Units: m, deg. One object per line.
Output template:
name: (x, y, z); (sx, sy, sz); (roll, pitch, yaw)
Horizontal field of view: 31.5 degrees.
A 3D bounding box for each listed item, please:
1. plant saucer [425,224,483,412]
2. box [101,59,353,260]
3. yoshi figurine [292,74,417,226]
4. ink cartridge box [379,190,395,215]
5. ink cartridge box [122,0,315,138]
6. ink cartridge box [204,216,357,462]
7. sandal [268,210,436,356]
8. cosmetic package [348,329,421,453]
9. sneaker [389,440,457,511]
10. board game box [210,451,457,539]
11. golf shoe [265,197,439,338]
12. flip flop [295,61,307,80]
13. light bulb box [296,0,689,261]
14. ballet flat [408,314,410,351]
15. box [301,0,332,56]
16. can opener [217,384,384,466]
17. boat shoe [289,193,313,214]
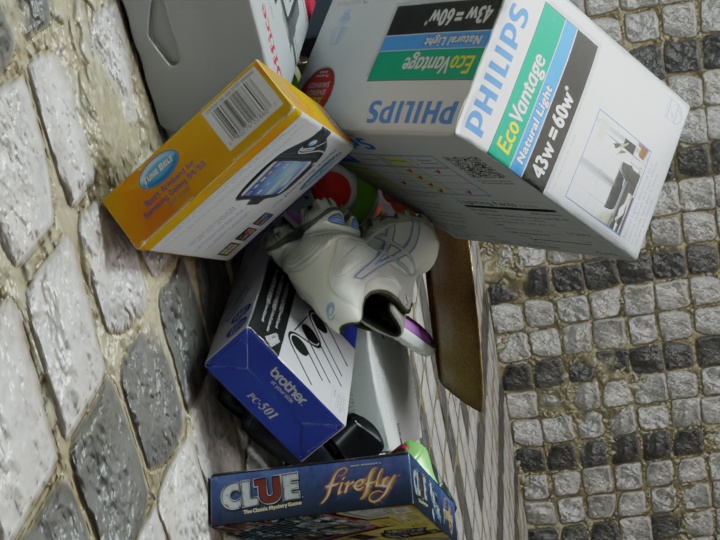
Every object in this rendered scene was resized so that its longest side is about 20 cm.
plant saucer: (0.079, 0.026, 1.134); (0.200, 0.035, 0.204); (-6, 90, -90)
box: (-0.071, -0.060, 0.786); (0.042, 0.119, 0.200); (50, 6, 6)
yoshi figurine: (-0.037, -0.106, 1.000); (0.199, 0.111, 0.114); (28, 87, -46)
ink cartridge box: (0.027, -0.083, 1.148); (0.095, 0.043, 0.202); (-82, 171, -48)
ink cartridge box: (-0.094, -0.201, 0.864); (0.201, 0.082, 0.147); (-83, 162, -57)
ink cartridge box: (-0.049, 0.041, 0.899); (0.094, 0.044, 0.201); (47, 17, -15)
sandal: (0.002, 0.003, 1.061); (0.202, 0.050, 0.083); (40, 5, -26)
cosmetic package: (-0.003, 0.108, 1.141); (0.200, 0.080, 0.115); (10, 70, -78)
sneaker: (0.025, 0.212, 1.067); (0.084, 0.076, 0.200); (48, -25, 9)
board game box: (-0.012, 0.170, 0.894); (0.200, 0.133, 0.035); (58, 25, -67)
golf shoe: (0.009, 0.009, 0.933); (0.199, 0.078, 0.098); (-2, 60, -59)
flip flop: (-0.046, -0.164, 1.175); (0.200, 0.057, 0.082); (61, 23, -63)
light bulb box: (0.087, -0.109, 0.908); (0.199, 0.197, 0.126); (30, 77, -37)
ballet flat: (0.018, 0.084, 1.340); (0.071, 0.069, 0.204); (6, 76, -79)
box: (-0.033, -0.321, 1.243); (0.182, 0.102, 0.204); (-27, 108, -80)
can opener: (-0.051, 0.118, 0.932); (0.079, 0.063, 0.200); (-54, 146, -4)
boat shoe: (-0.042, -0.094, 1.136); (0.202, 0.070, 0.092); (80, 7, -52)
